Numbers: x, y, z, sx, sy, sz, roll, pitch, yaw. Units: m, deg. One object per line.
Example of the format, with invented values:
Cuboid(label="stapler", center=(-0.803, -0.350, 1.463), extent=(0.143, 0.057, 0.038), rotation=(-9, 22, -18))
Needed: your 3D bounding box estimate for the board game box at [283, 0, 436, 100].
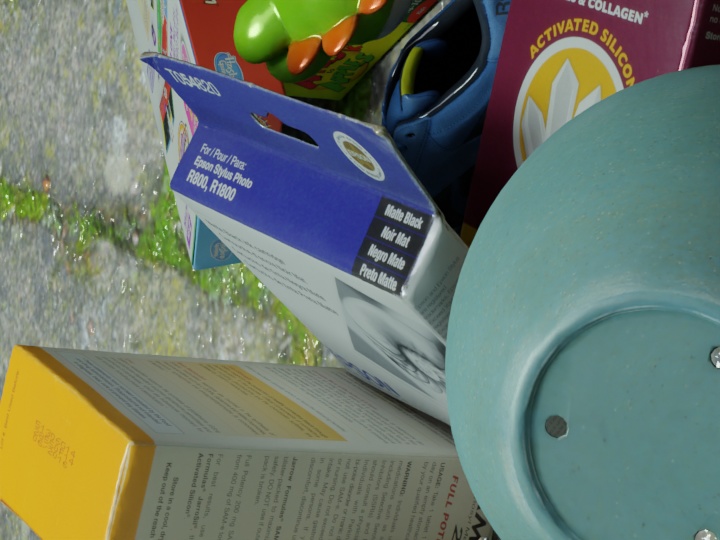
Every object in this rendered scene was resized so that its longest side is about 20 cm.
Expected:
Cuboid(label="board game box", center=(-0.026, -0.200, 1.014), extent=(0.102, 0.047, 0.201), rotation=(-41, 55, 47))

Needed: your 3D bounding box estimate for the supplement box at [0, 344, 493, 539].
Cuboid(label="supplement box", center=(-0.051, 0.092, 0.900), extent=(0.126, 0.199, 0.074), rotation=(29, 109, 54))

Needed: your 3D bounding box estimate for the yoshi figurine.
Cuboid(label="yoshi figurine", center=(0.015, -0.171, 0.869), extent=(0.200, 0.112, 0.112), rotation=(-41, 91, 26))

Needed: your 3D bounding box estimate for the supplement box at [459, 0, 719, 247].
Cuboid(label="supplement box", center=(0.119, -0.086, 0.759), extent=(0.110, 0.085, 0.201), rotation=(30, 113, 53))

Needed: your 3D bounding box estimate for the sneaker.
Cuboid(label="sneaker", center=(0.030, -0.066, 0.900), extent=(0.200, 0.078, 0.066), rotation=(-53, 49, 42))

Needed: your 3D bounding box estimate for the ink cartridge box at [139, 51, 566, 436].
Cuboid(label="ink cartridge box", center=(0.000, 0.000, 0.849), extent=(0.041, 0.200, 0.199), rotation=(-50, 34, -11))

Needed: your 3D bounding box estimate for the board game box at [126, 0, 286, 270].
Cuboid(label="board game box", center=(-0.087, -0.125, 1.053), extent=(0.153, 0.040, 0.201), rotation=(104, 154, -59))

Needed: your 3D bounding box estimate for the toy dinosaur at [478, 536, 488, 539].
Cuboid(label="toy dinosaur", center=(0.078, 0.183, 0.840), extent=(0.200, 0.058, 0.101), rotation=(54, 135, 11))

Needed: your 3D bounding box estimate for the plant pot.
Cuboid(label="plant pot", center=(0.110, 0.039, 0.641), extent=(0.199, 0.135, 0.201), rotation=(4, 101, 20))
